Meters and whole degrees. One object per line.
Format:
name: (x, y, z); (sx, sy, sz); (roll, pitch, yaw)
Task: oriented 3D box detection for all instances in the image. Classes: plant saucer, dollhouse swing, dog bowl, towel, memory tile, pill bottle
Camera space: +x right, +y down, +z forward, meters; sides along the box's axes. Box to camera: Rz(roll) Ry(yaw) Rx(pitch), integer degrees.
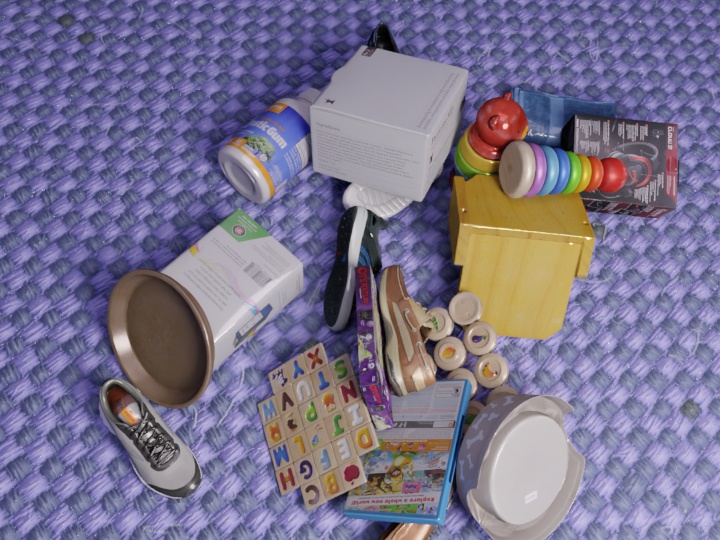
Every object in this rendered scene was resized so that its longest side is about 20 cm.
plant saucer: (-0.273, 0.093, 0.980); (0.200, 0.201, 0.029); (39, 32, 16)
dollhouse swing: (0.234, -0.022, 1.105); (0.198, 0.177, 0.182); (5, 40, -2)
dog bowl: (0.207, 0.254, 0.925); (0.199, 0.059, 0.202); (-6, 100, -32)
towel: (0.361, -0.269, 1.281); (0.198, 0.049, 0.112); (11, 62, 2)
memory tile: (0.135, 0.143, 1.019); (0.153, 0.017, 0.201); (-28, 62, 18)
pill bottle: (-0.131, -0.215, 1.180); (0.112, 0.112, 0.200); (37, 66, 15)

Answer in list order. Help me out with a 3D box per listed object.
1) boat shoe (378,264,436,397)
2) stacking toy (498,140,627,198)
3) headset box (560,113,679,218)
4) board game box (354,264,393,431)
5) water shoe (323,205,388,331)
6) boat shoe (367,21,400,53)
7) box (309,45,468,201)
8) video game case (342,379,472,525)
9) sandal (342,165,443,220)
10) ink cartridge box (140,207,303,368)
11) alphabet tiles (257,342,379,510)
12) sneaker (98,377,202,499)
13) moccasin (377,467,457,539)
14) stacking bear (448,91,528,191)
boat shoe: (0.071, 0.085, 1.026); (0.073, 0.076, 0.201); (-11, 59, 9)
stacking toy: (0.316, -0.152, 1.081); (0.198, 0.086, 0.086); (-1, 61, -18)
headset box: (0.445, -0.174, 1.199); (0.198, 0.075, 0.150); (5, 80, -1)
board game box: (0.018, 0.106, 0.992); (0.032, 0.120, 0.201); (-7, 49, 4)
water shoe: (0.000, 0.000, 1.095); (0.078, 0.071, 0.202); (18, 76, -28)
boat shoe: (0.042, -0.366, 1.297); (0.083, 0.069, 0.201); (-12, 66, -10)
box: (0.048, -0.242, 1.146); (0.199, 0.131, 0.199); (18, 50, 16)
video game case: (0.065, 0.236, 0.947); (0.142, 0.018, 0.201); (-8, 45, 32)
sandal: (0.057, -0.137, 1.191); (0.202, 0.050, 0.083); (-29, 84, -23)
ink cartridge box: (-0.204, 0.028, 1.060); (0.145, 0.088, 0.200); (40, 65, 17)
alphabet tiles: (-0.062, 0.209, 0.963); (0.166, 0.006, 0.201); (-31, 63, 21)
sneaker: (-0.291, 0.225, 0.953); (0.074, 0.080, 0.200); (-39, 72, -23)
moccasin: (0.066, 0.318, 0.938); (0.077, 0.074, 0.202); (34, 74, 5)
stacking bear: (0.213, -0.197, 1.144); (0.113, 0.200, 0.122); (32, 64, 13)
